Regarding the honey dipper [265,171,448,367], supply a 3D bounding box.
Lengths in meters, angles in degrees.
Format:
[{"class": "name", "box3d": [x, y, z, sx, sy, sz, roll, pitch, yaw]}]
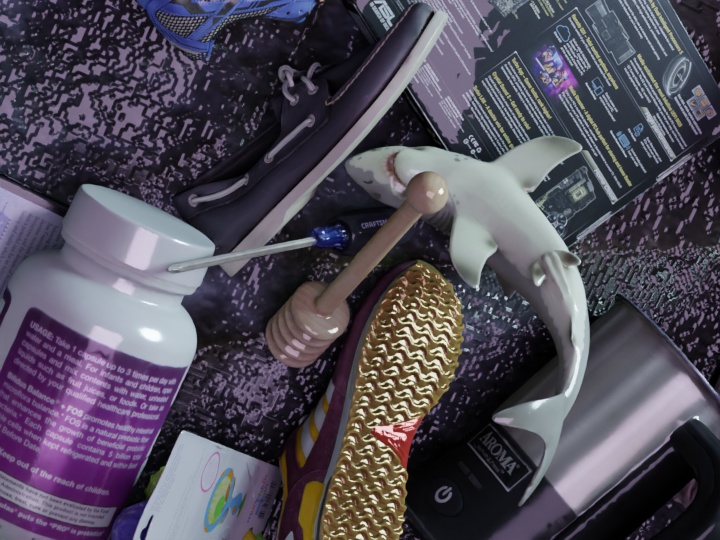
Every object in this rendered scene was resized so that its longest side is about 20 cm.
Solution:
[{"class": "honey dipper", "box3d": [0.000, 0.000, 1.105, 0.038, 0.200, 0.038, 12, 61, -22]}]

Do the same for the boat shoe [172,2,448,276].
[{"class": "boat shoe", "box3d": [-0.032, -0.084, 1.114, 0.063, 0.073, 0.200, 43, 113, -1]}]

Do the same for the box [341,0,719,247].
[{"class": "box", "box3d": [0.107, -0.124, 1.168, 0.160, 0.044, 0.201, -36, 109, -2]}]

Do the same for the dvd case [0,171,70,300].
[{"class": "dvd case", "box3d": [-0.221, 0.015, 1.140, 0.199, 0.018, 0.143, 26, 96, -17]}]

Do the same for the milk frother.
[{"class": "milk frother", "box3d": [0.154, 0.155, 1.215, 0.188, 0.181, 0.200, -40, 150, 0]}]

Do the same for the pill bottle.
[{"class": "pill bottle", "box3d": [-0.157, 0.060, 1.097, 0.112, 0.112, 0.201, 23, 98, -17]}]

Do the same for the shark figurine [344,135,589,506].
[{"class": "shark figurine", "box3d": [0.090, 0.013, 1.129, 0.127, 0.090, 0.215, -21, 67, -16]}]

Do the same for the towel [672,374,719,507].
[{"class": "towel", "box3d": [0.273, 0.082, 1.181, 0.032, 0.191, 0.201, 19, 99, -25]}]

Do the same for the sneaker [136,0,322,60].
[{"class": "sneaker", "box3d": [-0.035, -0.183, 1.114, 0.199, 0.075, 0.079, -22, 117, 1]}]

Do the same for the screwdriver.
[{"class": "screwdriver", "box3d": [-0.037, -0.018, 1.114, 0.199, 0.028, 0.029, -5, 101, -50]}]

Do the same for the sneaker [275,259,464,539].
[{"class": "sneaker", "box3d": [-0.005, 0.087, 1.183, 0.075, 0.090, 0.201, 31, 69, -29]}]

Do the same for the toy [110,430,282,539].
[{"class": "toy", "box3d": [-0.105, 0.151, 1.122, 0.047, 0.200, 0.116, 19, 84, 20]}]
